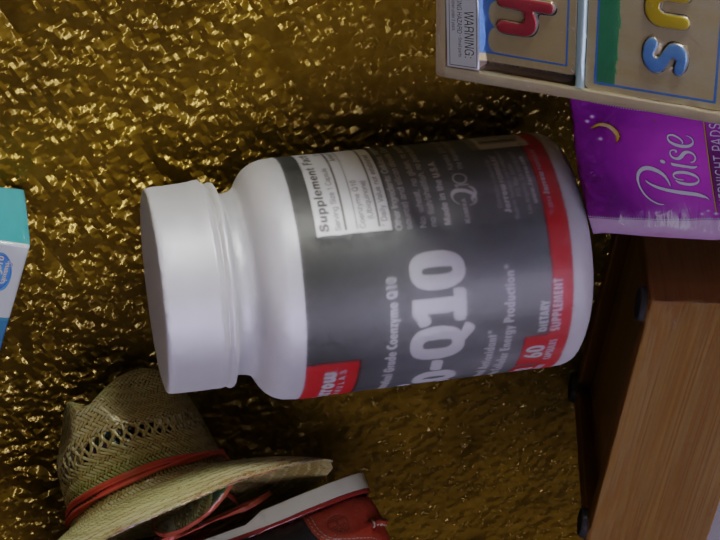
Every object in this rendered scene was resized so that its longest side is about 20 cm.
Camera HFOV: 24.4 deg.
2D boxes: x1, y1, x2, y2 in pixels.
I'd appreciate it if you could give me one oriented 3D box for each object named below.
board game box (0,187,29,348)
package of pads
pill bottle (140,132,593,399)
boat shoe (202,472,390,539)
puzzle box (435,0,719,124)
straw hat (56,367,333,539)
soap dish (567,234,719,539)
[{"bbox_3d":[-0.268,0.021,0.773,0.198,0.047,0.152,8,125,-23],"label":"board game box"},{"bbox_3d":[0.189,-0.069,0.709,0.198,0.076,0.121,5,143,21],"label":"package of pads"},{"bbox_3d":[0.000,0.000,0.793,0.198,0.114,0.115,-7,130,-12],"label":"pill bottle"},{"bbox_3d":[-0.076,0.174,0.889,0.198,0.063,0.071,-22,170,-5],"label":"boat shoe"},{"bbox_3d":[0.091,-0.160,0.625,0.132,0.025,0.202,12,120,26],"label":"puzzle box"},{"bbox_3d":[-0.114,0.098,0.851,0.199,0.086,0.201,-23,168,-5],"label":"straw hat"},{"bbox_3d":[0.163,0.046,0.860,0.080,0.158,0.202,7,127,-1],"label":"soap dish"}]
